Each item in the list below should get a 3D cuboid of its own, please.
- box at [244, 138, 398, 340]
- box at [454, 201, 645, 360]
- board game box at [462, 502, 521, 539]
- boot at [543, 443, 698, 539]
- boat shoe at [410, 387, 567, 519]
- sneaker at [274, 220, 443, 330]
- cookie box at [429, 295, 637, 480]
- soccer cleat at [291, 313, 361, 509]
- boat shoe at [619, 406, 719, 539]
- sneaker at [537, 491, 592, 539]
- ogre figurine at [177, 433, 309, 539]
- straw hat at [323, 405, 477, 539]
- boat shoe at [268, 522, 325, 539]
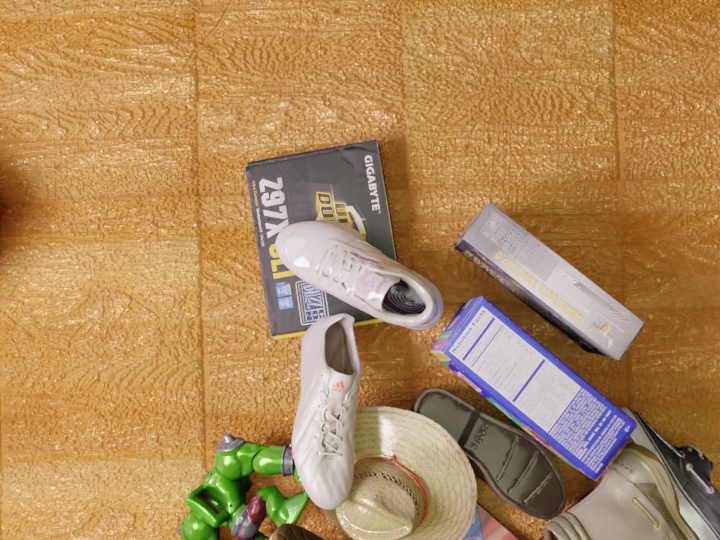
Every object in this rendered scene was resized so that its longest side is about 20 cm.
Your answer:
[{"bbox_3d":[-0.039,-0.034,1.068,0.156,0.049,0.205,-9,88,4],"label":"box"},{"bbox_3d":[0.194,0.013,0.999,0.199,0.158,0.049,38,91,2],"label":"box"},{"bbox_3d":[0.105,0.371,1.064,0.102,0.019,0.201,38,91,2],"label":"board game box"},{"bbox_3d":[0.279,0.306,0.980,0.153,0.072,0.203,-33,105,-23],"label":"boot"},{"bbox_3d":[0.144,0.197,1.044,0.199,0.068,0.072,40,82,5],"label":"boat shoe"},{"bbox_3d":[0.000,0.000,0.992,0.197,0.100,0.076,24,92,4],"label":"sneaker"},{"bbox_3d":[0.174,0.120,0.992,0.199,0.171,0.076,39,87,4],"label":"cookie box"},{"bbox_3d":[-0.032,0.142,0.979,0.068,0.077,0.204,12,63,-29],"label":"soccer cleat"},{"bbox_3d":[0.354,0.224,1.029,0.067,0.072,0.201,-36,84,-4],"label":"boat shoe"},{"bbox_3d":[0.213,0.323,1.016,0.198,0.073,0.078,-33,84,-12],"label":"sneaker"},{"bbox_3d":[-0.127,0.263,1.035,0.118,0.098,0.202,29,126,5],"label":"ogre figurine"},{"bbox_3d":[0.021,0.250,1.005,0.196,0.085,0.206,6,108,17],"label":"straw hat"},{"bbox_3d":[-0.033,0.343,1.015,0.199,0.074,0.065,41,117,-21],"label":"boat shoe"}]
